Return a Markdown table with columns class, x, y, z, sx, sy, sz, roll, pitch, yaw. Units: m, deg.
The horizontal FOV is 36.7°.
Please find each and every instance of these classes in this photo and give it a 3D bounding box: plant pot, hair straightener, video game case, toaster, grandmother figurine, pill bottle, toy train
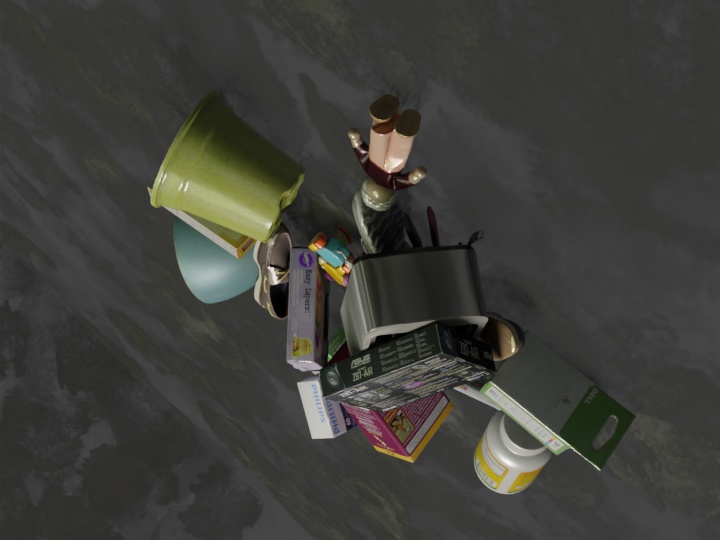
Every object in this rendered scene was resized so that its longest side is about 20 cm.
| class | x | y | z | sx | sy | sz | roll | pitch | yaw |
| --- | --- | --- | --- | --- | --- | --- | --- | --- | --- |
| plant pot | -0.211 | -0.053 | 1.848 | 0.133 | 0.201 | 0.201 | -9 | 133 | 20 |
| hair straightener | 0.081 | -0.022 | 1.573 | 0.200 | 0.076 | 0.041 | 71 | -174 | -61 |
| video game case | 0.120 | 0.146 | 1.692 | 0.199 | 0.018 | 0.143 | 26 | -170 | -17 |
| plant pot | -0.191 | -0.143 | 1.659 | 0.183 | 0.202 | 0.201 | 29 | 156 | -1 |
| toaster | 0.075 | 0.046 | 1.509 | 0.200 | 0.179 | 0.120 | 108 | 153 | -63 |
| grandmother figurine | 0.031 | -0.148 | 1.442 | 0.121 | 0.060 | 0.201 | 43 | 155 | 19 |
| pill bottle | 0.253 | 0.283 | 1.762 | 0.112 | 0.113 | 0.201 | 35 | 156 | 14 |
| toy train | 0.000 | 0.000 | 1.663 | 0.149 | 0.056 | 0.200 | 30 | 164 | 28 |

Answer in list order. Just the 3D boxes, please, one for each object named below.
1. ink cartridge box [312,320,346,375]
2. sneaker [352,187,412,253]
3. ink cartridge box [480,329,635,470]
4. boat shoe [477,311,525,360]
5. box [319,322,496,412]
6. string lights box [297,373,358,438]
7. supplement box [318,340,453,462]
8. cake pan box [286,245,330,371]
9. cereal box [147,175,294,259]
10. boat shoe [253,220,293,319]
| class | x | y | z | sx | sy | sz | roll | pitch | yaw |
| --- | --- | --- | --- | --- | --- | --- | --- | --- | --- |
| ink cartridge box | -0.002 | 0.197 | 2.042 | 0.200 | 0.084 | 0.145 | 45 | 156 | -9 |
| sneaker | 0.023 | -0.046 | 1.600 | 0.082 | 0.075 | 0.201 | 19 | 149 | 38 |
| ink cartridge box | 0.284 | 0.193 | 1.571 | 0.199 | 0.104 | 0.059 | 38 | 157 | 7 |
| boat shoe | 0.188 | 0.091 | 1.596 | 0.200 | 0.064 | 0.073 | -14 | 93 | 66 |
| box | 0.066 | 0.141 | 1.513 | 0.199 | 0.044 | 0.160 | -24 | 154 | 28 |
| string lights box | -0.009 | 0.210 | 1.884 | 0.059 | 0.199 | 0.104 | -11 | 95 | 46 |
| supplement box | 0.045 | 0.202 | 1.810 | 0.103 | 0.131 | 0.201 | 8 | 140 | 51 |
| cake pan box | -0.084 | 0.069 | 1.781 | 0.052 | 0.186 | 0.200 | 3 | 170 | 5 |
| cereal box | -0.228 | -0.126 | 1.768 | 0.199 | 0.144 | 0.040 | 34 | 157 | 19 |
| boat shoe | -0.136 | 0.001 | 1.787 | 0.060 | 0.071 | 0.201 | 46 | 146 | 28 |
